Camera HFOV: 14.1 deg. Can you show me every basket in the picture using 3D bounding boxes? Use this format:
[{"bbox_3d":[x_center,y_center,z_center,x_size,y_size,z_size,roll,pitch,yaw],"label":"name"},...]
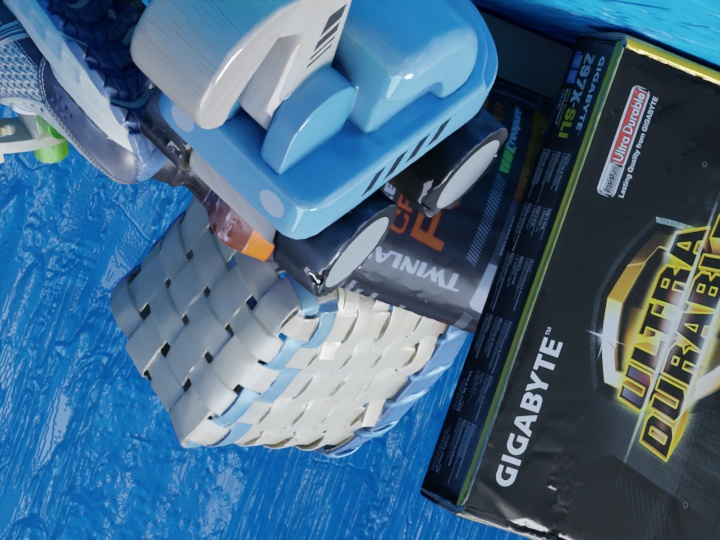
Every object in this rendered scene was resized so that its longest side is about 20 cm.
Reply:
[{"bbox_3d":[0.000,0.000,1.361,0.199,0.176,0.139,-3,-122,-41],"label":"basket"}]

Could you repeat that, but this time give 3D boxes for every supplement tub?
[{"bbox_3d":[0.007,-0.042,1.226,0.199,0.107,0.107,18,179,-7],"label":"supplement tub"}]

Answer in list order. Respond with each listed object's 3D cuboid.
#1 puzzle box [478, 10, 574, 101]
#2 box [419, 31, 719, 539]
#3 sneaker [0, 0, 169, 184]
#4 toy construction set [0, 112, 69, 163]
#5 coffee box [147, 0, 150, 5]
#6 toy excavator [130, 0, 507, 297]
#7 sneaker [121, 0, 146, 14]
[{"bbox_3d":[0.041,-0.099,1.292,0.199,0.026,0.133,20,178,-26],"label":"puzzle box"},{"bbox_3d":[0.132,0.024,1.177,0.159,0.201,0.049,20,180,-22],"label":"box"},{"bbox_3d":[-0.153,-0.100,1.177,0.200,0.085,0.077,48,-160,16],"label":"sneaker"},{"bbox_3d":[-0.184,-0.107,1.385,0.092,0.131,0.200,52,156,30],"label":"toy construction set"},{"bbox_3d":[-0.004,-0.101,1.461,0.199,0.044,0.123,19,178,5],"label":"coffee box"},{"bbox_3d":[-0.019,-0.079,1.050,0.100,0.194,0.200,43,146,14],"label":"toy excavator"},{"bbox_3d":[-0.128,-0.110,1.263,0.200,0.067,0.090,43,-176,-40],"label":"sneaker"}]
